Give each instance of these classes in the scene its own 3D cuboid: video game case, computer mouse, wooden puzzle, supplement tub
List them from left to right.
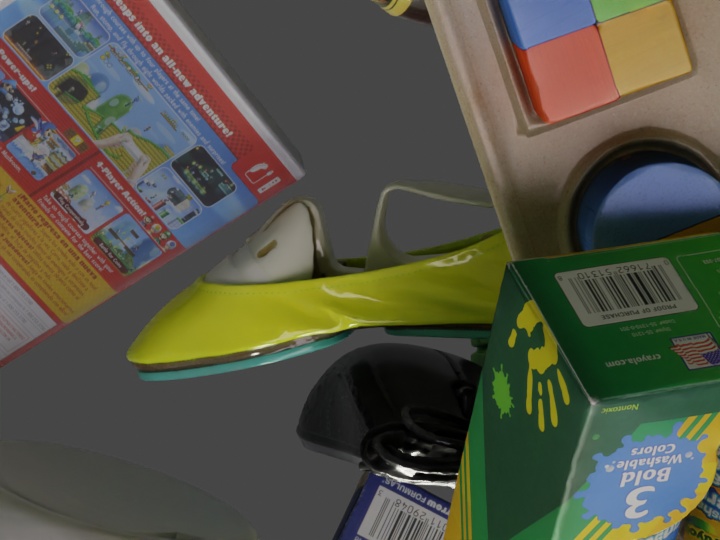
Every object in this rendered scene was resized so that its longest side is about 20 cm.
[{"bbox_3d":[-0.141,-0.034,1.059,0.199,0.017,0.143,-31,127,11],"label":"video game case"},{"bbox_3d":[-0.129,0.184,1.109,0.143,0.144,0.201,14,98,-22],"label":"supplement tub"},{"bbox_3d":[0.039,0.060,1.088,0.138,0.200,0.053,13,88,-21],"label":"computer mouse"},{"bbox_3d":[0.130,-0.065,0.938,0.184,0.046,0.201,-20,108,-2],"label":"wooden puzzle"}]

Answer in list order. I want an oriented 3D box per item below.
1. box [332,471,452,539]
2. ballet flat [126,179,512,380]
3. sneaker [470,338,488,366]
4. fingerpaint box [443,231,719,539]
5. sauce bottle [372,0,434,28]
[{"bbox_3d":[0.014,0.197,1.153,0.121,0.201,0.032,27,157,-2],"label":"box"},{"bbox_3d":[0.000,0.000,1.087,0.198,0.067,0.068,-6,99,13],"label":"ballet flat"},{"bbox_3d":[0.110,0.063,1.170,0.084,0.077,0.201,-42,126,-19],"label":"sneaker"},{"bbox_3d":[0.139,0.068,0.945,0.199,0.074,0.168,-8,134,-21],"label":"fingerpaint box"},{"bbox_3d":[0.015,-0.129,0.993,0.200,0.066,0.066,35,113,-30],"label":"sauce bottle"}]
